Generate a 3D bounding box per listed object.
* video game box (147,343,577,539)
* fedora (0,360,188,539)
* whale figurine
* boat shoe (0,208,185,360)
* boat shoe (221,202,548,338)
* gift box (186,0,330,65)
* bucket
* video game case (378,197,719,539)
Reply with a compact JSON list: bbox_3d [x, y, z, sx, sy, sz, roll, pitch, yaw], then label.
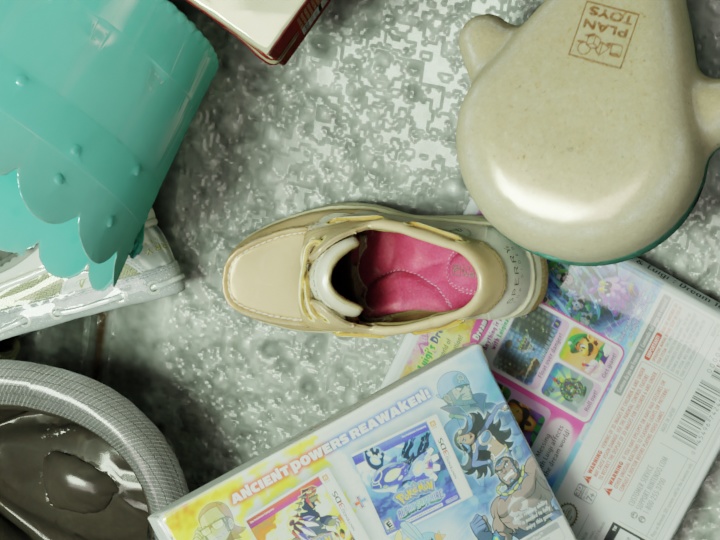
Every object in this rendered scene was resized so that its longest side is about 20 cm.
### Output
[{"bbox_3d":[0.015,0.164,1.339,0.200,0.047,0.182,-27,95,-16],"label":"video game box"},{"bbox_3d":[-0.183,0.128,1.450,0.200,0.090,0.177,1,104,14],"label":"fedora"},{"bbox_3d":[0.129,-0.099,1.307,0.159,0.104,0.200,15,83,16],"label":"whale figurine"},{"bbox_3d":[-0.194,0.027,1.450,0.202,0.074,0.065,-29,88,16],"label":"boat shoe"},{"bbox_3d":[0.000,0.000,1.361,0.200,0.069,0.074,-4,93,33],"label":"boat shoe"},{"bbox_3d":[-0.064,-0.233,1.276,0.187,0.185,0.200,35,88,-1],"label":"gift box"},{"bbox_3d":[-0.183,-0.098,1.331,0.207,0.207,0.135,29,78,11],"label":"bucket"},{"bbox_3d":[0.105,0.077,1.383,0.182,0.024,0.200,29,111,11],"label":"video game case"}]
